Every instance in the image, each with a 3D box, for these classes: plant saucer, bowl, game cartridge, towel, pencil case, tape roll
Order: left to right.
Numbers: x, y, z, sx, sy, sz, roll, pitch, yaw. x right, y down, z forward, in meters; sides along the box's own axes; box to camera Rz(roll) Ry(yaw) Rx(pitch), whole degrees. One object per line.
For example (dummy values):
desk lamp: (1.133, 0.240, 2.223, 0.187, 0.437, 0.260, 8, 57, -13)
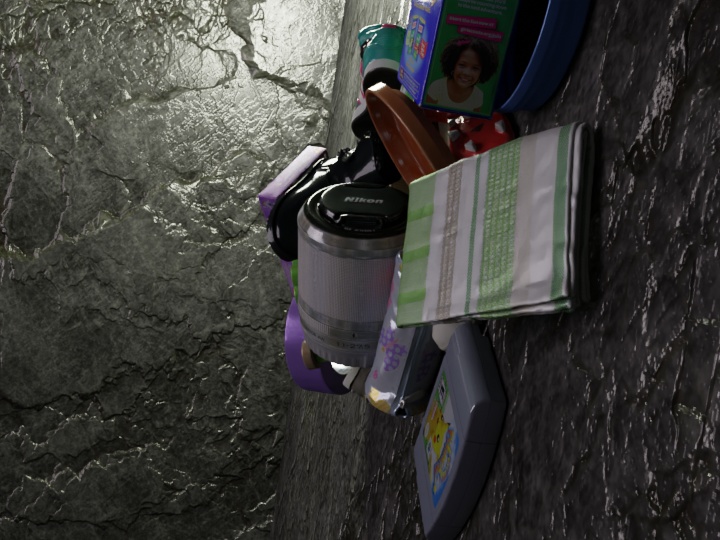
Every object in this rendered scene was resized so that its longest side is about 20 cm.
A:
tape roll: (-0.049, 0.107, 1.369, 0.200, 0.065, 0.201, -10, -78, -63)
pencil case: (0.062, 0.072, 0.943, 0.091, 0.083, 0.201, -57, -19, -66)
plant saucer: (0.071, -0.120, 0.896, 0.201, 0.032, 0.200, 56, 177, 4)
game cartridge: (0.095, 0.170, 0.812, 0.133, 0.040, 0.200, -102, 21, -55)
towel: (0.106, -0.029, 0.668, 0.200, 0.031, 0.150, -13, 63, 53)
bowl: (0.159, -0.243, 0.740, 0.201, 0.039, 0.201, -172, 90, -81)

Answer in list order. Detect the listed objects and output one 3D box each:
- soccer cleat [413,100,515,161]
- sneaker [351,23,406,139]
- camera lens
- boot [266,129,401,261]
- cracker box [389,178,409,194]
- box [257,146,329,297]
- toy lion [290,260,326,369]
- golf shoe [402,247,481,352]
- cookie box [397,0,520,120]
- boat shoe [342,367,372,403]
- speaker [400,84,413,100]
soccer cleat: (0.116, -0.140, 0.876, 0.085, 0.069, 0.200, 56, 175, -32)
sneaker: (0.029, -0.269, 1.113, 0.200, 0.083, 0.121, 110, 169, -69)
camera lens: (0.000, 0.000, 1.025, 0.160, 0.159, 0.201, -96, 7, -58)
boot: (-0.028, -0.111, 1.103, 0.168, 0.076, 0.200, -20, 30, 43)
cracker box: (0.072, -0.202, 1.206, 0.134, 0.057, 0.201, -107, 26, -64)
box: (-0.078, -0.071, 1.252, 0.137, 0.039, 0.200, -51, -41, -36)
toy lion: (-0.049, 0.043, 1.218, 0.200, 0.068, 0.192, -8, -93, -73)
golf shoe: (0.086, -0.005, 0.820, 0.078, 0.097, 0.200, -98, 17, -57)
cookie box: (0.098, -0.264, 0.773, 0.171, 0.075, 0.201, -102, 21, -67)
boat shoe: (0.029, 0.137, 1.187, 0.072, 0.060, 0.202, -43, -11, -31)
speaker: (0.093, -0.220, 0.997, 0.200, 0.088, 0.089, 107, 167, -49)
